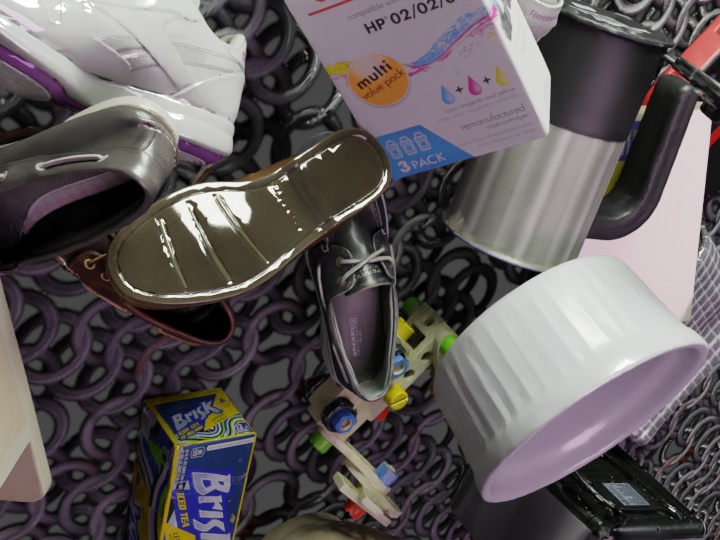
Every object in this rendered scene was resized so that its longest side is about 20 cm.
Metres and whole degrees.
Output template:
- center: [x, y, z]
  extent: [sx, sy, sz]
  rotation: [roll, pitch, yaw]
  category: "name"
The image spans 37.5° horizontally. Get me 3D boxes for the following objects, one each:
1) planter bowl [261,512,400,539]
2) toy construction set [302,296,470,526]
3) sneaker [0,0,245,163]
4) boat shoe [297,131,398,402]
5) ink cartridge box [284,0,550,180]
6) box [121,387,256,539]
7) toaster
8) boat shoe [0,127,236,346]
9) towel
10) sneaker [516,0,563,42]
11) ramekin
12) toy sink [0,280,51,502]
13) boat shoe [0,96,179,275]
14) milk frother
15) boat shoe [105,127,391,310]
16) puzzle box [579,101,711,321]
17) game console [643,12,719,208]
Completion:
- center: [-0.030, 0.301, 0.934]
  extent: [0.199, 0.135, 0.201]
  rotation: [-20, 128, -27]
  category: "planter bowl"
- center: [0.029, 0.109, 0.890]
  extent: [0.201, 0.092, 0.131]
  rotation: [-56, 137, -8]
  category: "toy construction set"
- center: [-0.148, -0.135, 0.597]
  extent: [0.199, 0.075, 0.100]
  rotation: [23, 81, -43]
  category: "sneaker"
- center: [0.000, 0.000, 0.773]
  extent: [0.072, 0.071, 0.201]
  rotation: [-17, 111, -18]
  category: "boat shoe"
- center: [0.029, -0.161, 0.657]
  extent: [0.115, 0.068, 0.200]
  rotation: [-15, 130, 26]
  category: "ink cartridge box"
- center: [-0.140, 0.194, 0.826]
  extent: [0.070, 0.064, 0.201]
  rotation: [-5, 122, -35]
  category: "box"
- center: [0.206, 0.237, 1.041]
  extent: [0.199, 0.181, 0.119]
  rotation: [10, 113, -42]
  category: "toaster"
- center: [-0.149, -0.016, 0.674]
  extent: [0.070, 0.070, 0.200]
  rotation: [-47, 135, 4]
  category: "boat shoe"
- center: [0.287, 0.063, 1.055]
  extent: [0.200, 0.086, 0.166]
  rotation: [-47, 135, -2]
  category: "towel"
- center: [0.082, -0.163, 0.732]
  extent: [0.075, 0.100, 0.201]
  rotation: [-10, 126, -35]
  category: "sneaker"
- center: [0.151, 0.079, 0.804]
  extent: [0.200, 0.098, 0.201]
  rotation: [-26, 153, -14]
  category: "ramekin"
- center: [-0.266, 0.083, 0.580]
  extent: [0.129, 0.112, 0.201]
  rotation: [6, 126, 8]
  category: "toy sink"
- center: [-0.187, -0.033, 0.576]
  extent: [0.199, 0.057, 0.067]
  rotation: [-22, 130, 21]
  category: "boat shoe"
- center: [0.179, -0.081, 0.775]
  extent: [0.179, 0.200, 0.189]
  rotation: [14, 112, -11]
  category: "milk frother"
- center: [-0.070, -0.024, 0.668]
  extent: [0.199, 0.068, 0.072]
  rotation: [-24, 88, -29]
  category: "boat shoe"
- center: [0.231, -0.043, 0.923]
  extent: [0.132, 0.025, 0.201]
  rotation: [-5, 113, -9]
  category: "puzzle box"
- center: [0.347, -0.164, 0.992]
  extent: [0.200, 0.031, 0.177]
  rotation: [-46, 140, -2]
  category: "game console"
